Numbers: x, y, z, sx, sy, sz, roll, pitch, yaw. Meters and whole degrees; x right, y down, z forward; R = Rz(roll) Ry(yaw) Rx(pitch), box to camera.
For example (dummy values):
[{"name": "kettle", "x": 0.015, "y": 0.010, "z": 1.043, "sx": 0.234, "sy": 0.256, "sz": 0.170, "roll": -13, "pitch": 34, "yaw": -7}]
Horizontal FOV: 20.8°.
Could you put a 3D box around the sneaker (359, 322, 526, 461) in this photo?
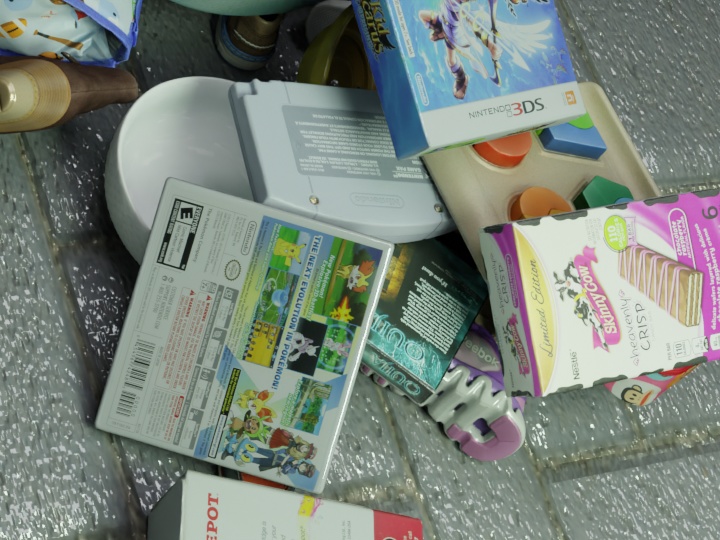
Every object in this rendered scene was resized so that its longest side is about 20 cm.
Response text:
[{"name": "sneaker", "x": 0.066, "y": 0.068, "z": 1.645, "sx": 0.200, "sy": 0.080, "sz": 0.089, "roll": 42, "pitch": 43, "yaw": -8}]

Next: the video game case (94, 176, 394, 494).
[{"name": "video game case", "x": -0.088, "y": 0.049, "z": 1.492, "sx": 0.182, "sy": 0.022, "sz": 0.200, "roll": 16, "pitch": 90, "yaw": 1}]

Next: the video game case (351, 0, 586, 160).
[{"name": "video game case", "x": 0.080, "y": -0.201, "z": 1.555, "sx": 0.181, "sy": 0.045, "sz": 0.200, "roll": -15, "pitch": 89, "yaw": -41}]

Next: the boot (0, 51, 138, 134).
[{"name": "boot", "x": -0.297, "y": -0.136, "z": 1.542, "sx": 0.166, "sy": 0.200, "sz": 0.073, "roll": -14, "pitch": 105, "yaw": -63}]

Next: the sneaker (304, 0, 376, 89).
[{"name": "sneaker", "x": 0.048, "y": -0.213, "z": 1.817, "sx": 0.200, "sy": 0.074, "sz": 0.116, "roll": 22, "pitch": 34, "yaw": -6}]

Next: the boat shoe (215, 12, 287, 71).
[{"name": "boat shoe", "x": -0.084, "y": -0.276, "z": 1.766, "sx": 0.072, "sy": 0.072, "sz": 0.200, "roll": 14, "pitch": 56, "yaw": -24}]

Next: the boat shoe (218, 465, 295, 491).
[{"name": "boat shoe", "x": -0.060, "y": 0.105, "z": 1.552, "sx": 0.071, "sy": 0.063, "sz": 0.200, "roll": 27, "pitch": 53, "yaw": -16}]

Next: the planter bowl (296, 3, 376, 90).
[{"name": "planter bowl", "x": 0.003, "y": -0.158, "z": 1.712, "sx": 0.200, "sy": 0.083, "sz": 0.201, "roll": -16, "pitch": 112, "yaw": -47}]

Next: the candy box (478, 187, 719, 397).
[{"name": "candy box", "x": 0.200, "y": 0.016, "z": 1.529, "sx": 0.200, "sy": 0.061, "sz": 0.137, "roll": -11, "pitch": 90, "yaw": -25}]

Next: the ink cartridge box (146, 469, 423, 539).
[{"name": "ink cartridge box", "x": -0.058, "y": 0.245, "z": 1.453, "sx": 0.200, "sy": 0.083, "sz": 0.146, "roll": 15, "pitch": 56, "yaw": -22}]

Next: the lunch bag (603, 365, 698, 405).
[{"name": "lunch bag", "x": 0.210, "y": 0.012, "z": 1.651, "sx": 0.200, "sy": 0.082, "sz": 0.176, "roll": 47, "pitch": 49, "yaw": 10}]

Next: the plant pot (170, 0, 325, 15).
[{"name": "plant pot", "x": -0.077, "y": -0.314, "z": 1.618, "sx": 0.200, "sy": 0.196, "sz": 0.196, "roll": 31, "pitch": 57, "yaw": -48}]

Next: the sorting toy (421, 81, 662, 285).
[{"name": "sorting toy", "x": 0.156, "y": -0.078, "z": 1.610, "sx": 0.200, "sy": 0.036, "sz": 0.185, "roll": -10, "pitch": 62, "yaw": -32}]

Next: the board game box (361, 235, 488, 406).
[{"name": "board game box", "x": 0.000, "y": 0.000, "z": 1.565, "sx": 0.200, "sy": 0.028, "sz": 0.135, "roll": 37, "pitch": 49, "yaw": -6}]

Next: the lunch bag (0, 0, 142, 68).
[{"name": "lunch bag", "x": -0.274, "y": -0.260, "z": 1.616, "sx": 0.200, "sy": 0.124, "sz": 0.170, "roll": 14, "pitch": 54, "yaw": -14}]

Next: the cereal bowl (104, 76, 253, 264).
[{"name": "cereal bowl", "x": -0.121, "y": -0.054, "z": 1.601, "sx": 0.200, "sy": 0.083, "sz": 0.200, "roll": 14, "pitch": 56, "yaw": -22}]

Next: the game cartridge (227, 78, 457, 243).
[{"name": "game cartridge", "x": -0.005, "y": -0.085, "z": 1.576, "sx": 0.200, "sy": 0.040, "sz": 0.134, "roll": 3, "pitch": 55, "yaw": -31}]

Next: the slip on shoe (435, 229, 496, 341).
[{"name": "slip on shoe", "x": 0.096, "y": 0.004, "z": 1.701, "sx": 0.200, "sy": 0.061, "sz": 0.076, "roll": 35, "pitch": 50, "yaw": -15}]
